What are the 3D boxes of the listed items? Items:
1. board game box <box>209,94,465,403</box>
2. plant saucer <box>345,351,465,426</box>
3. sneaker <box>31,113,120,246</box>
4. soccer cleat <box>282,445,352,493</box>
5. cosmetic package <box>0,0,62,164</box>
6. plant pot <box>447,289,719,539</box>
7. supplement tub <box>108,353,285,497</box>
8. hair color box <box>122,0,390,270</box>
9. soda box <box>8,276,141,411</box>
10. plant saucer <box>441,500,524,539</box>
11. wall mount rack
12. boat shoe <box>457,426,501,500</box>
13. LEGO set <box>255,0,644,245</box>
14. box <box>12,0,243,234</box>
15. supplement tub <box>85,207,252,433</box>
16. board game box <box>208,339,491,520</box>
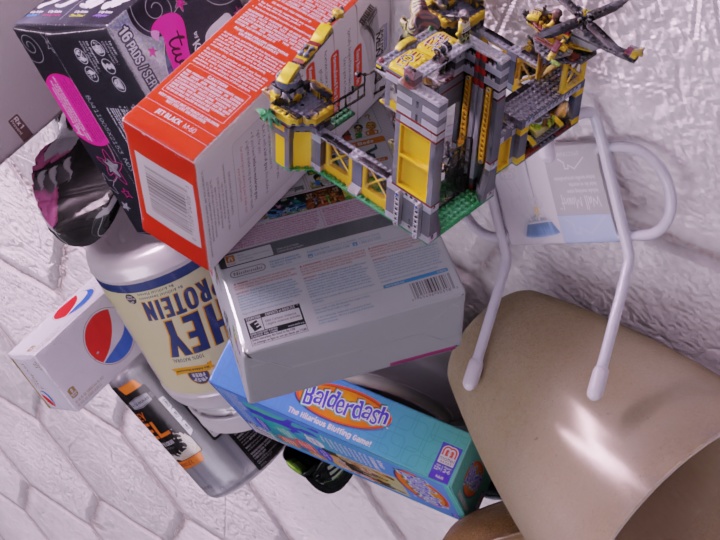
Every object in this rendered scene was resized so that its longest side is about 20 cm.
[{"bbox_3d":[-0.031,-0.024,1.038,0.064,0.147,0.200,88,166,-53],"label":"board game box"},{"bbox_3d":[0.024,0.087,1.224,0.199,0.050,0.200,18,161,6],"label":"plant saucer"},{"bbox_3d":[-0.221,-0.083,1.296,0.080,0.200,0.087,-8,131,5],"label":"sneaker"},{"bbox_3d":[-0.042,0.169,1.469,0.067,0.081,0.200,36,151,15],"label":"soccer cleat"},{"bbox_3d":[-0.279,-0.159,1.225,0.107,0.200,0.090,50,153,-16],"label":"cosmetic package"},{"bbox_3d":[0.155,0.109,1.052,0.200,0.187,0.188,44,156,35],"label":"plant pot"},{"bbox_3d":[-0.164,0.113,1.513,0.200,0.123,0.122,50,152,-8],"label":"supplement tub"},{"bbox_3d":[-0.061,-0.109,0.995,0.064,0.200,0.111,31,150,21],"label":"hair color box"},{"bbox_3d":[-0.219,0.037,1.401,0.064,0.200,0.068,-3,126,54],"label":"soda box"},{"bbox_3d":[0.145,0.202,1.202,0.200,0.199,0.036,122,141,-61],"label":"plant saucer"},{"bbox_3d":[0.112,-0.013,0.993,0.200,0.074,0.174,0,108,53],"label":"wall mount rack"},{"bbox_3d":[0.083,0.159,1.309,0.200,0.062,0.073,-5,124,55],"label":"boat shoe"},{"bbox_3d":[0.044,-0.120,0.864,0.154,0.200,0.116,43,147,33],"label":"LEGO set"},{"bbox_3d":[-0.140,-0.132,1.163,0.132,0.115,0.200,9,137,46],"label":"box"},{"bbox_3d":[-0.130,0.026,1.330,0.145,0.145,0.200,10,137,47],"label":"supplement tub"},{"bbox_3d":[-0.004,0.124,1.185,0.199,0.045,0.152,22,165,16],"label":"board game box"}]
